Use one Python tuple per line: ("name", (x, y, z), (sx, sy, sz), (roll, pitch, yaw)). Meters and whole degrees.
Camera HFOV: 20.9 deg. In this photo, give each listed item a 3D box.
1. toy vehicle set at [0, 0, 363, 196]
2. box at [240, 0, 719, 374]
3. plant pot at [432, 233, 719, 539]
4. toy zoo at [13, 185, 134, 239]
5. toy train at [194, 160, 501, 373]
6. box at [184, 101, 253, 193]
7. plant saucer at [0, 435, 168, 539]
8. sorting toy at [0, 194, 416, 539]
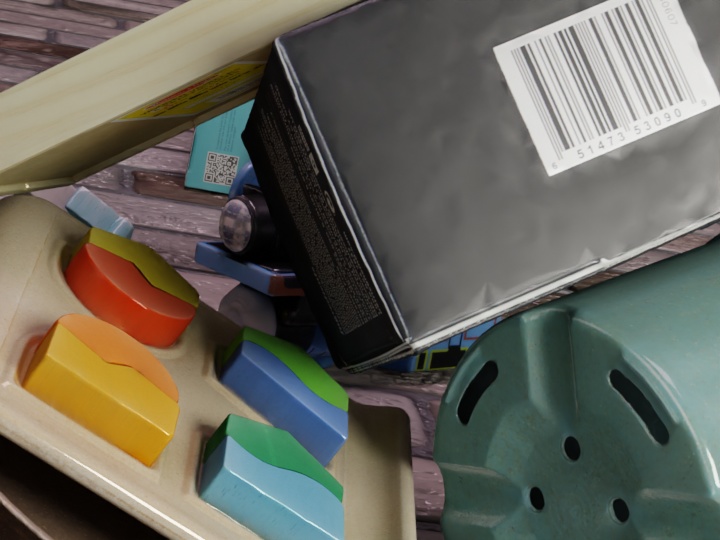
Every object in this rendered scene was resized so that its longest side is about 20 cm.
("toy vehicle set", (-0.063, -0.079, 0.758), (0.200, 0.027, 0.124), (-23, -1, 17))
("box", (0.070, -0.053, 0.761), (0.200, 0.124, 0.197), (-23, -4, -9))
("plant pot", (0.148, 0.073, 0.771), (0.196, 0.200, 0.200), (-12, 25, -40))
("toy zoo", (-0.182, -0.021, 0.951), (0.200, 0.131, 0.020), (7, 50, 42))
("toy train", (0.000, 0.000, 1.083), (0.200, 0.114, 0.087), (-1, 15, -44))
("box", (-0.105, -0.121, 1.575), (0.049, 0.082, 0.200), (11, 14, -4))
("plant saucer", (-0.081, 0.083, 0.734), (0.200, 0.037, 0.200), (29, 20, -12))
("sorting toy", (-0.064, 0.046, 0.741), (0.200, 0.036, 0.185), (30, 19, -11))
